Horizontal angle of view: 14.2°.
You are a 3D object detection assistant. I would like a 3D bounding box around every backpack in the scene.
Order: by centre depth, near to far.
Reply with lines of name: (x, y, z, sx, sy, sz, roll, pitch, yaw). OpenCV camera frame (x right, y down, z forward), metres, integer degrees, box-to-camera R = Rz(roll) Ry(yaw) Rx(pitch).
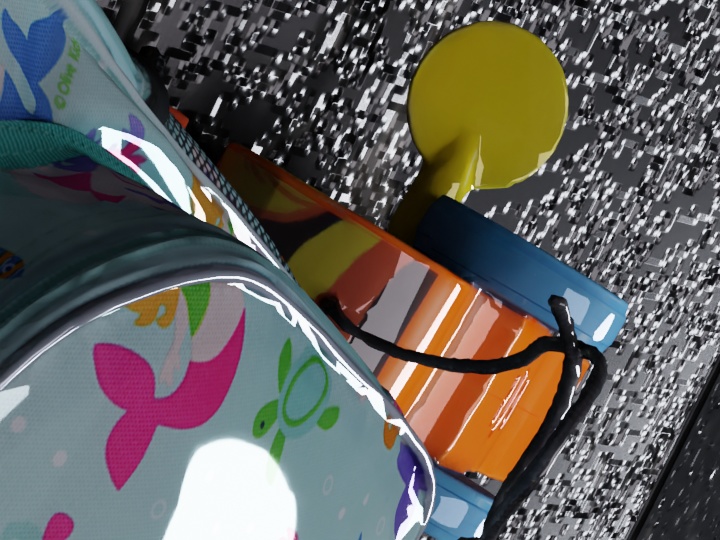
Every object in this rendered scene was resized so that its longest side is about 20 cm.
backpack: (-0.094, 0.025, 0.426, 0.178, 0.151, 0.200, -50, 144, -12)

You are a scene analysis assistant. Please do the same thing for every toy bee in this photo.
toy bee: (0.000, 0.000, 0.598, 0.131, 0.109, 0.200, -56, 175, -21)
